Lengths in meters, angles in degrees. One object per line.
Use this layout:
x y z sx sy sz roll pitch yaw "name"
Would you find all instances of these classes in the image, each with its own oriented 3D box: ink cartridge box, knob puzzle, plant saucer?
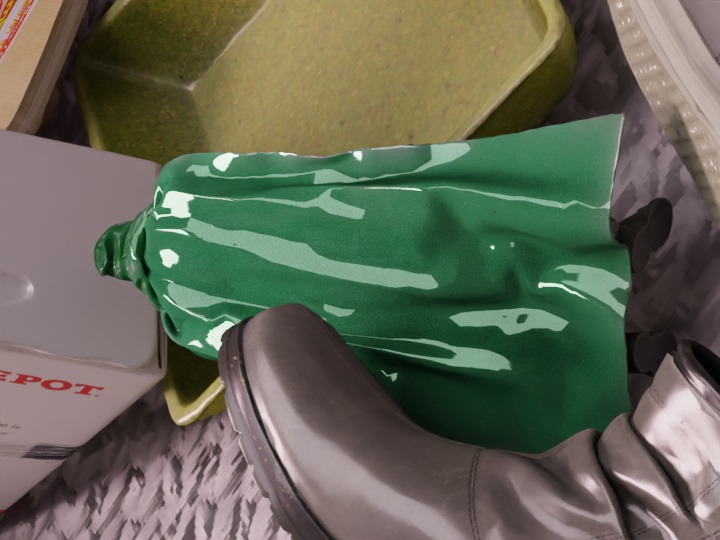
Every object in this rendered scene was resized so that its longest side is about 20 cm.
-0.171 0.022 1.016 0.200 0.144 0.085 -39 45 55 "ink cartridge box"
-0.147 -0.061 1.135 0.220 0.030 0.220 -48 22 26 "knob puzzle"
-0.008 -0.070 0.996 0.200 0.048 0.200 -46 42 24 "plant saucer"

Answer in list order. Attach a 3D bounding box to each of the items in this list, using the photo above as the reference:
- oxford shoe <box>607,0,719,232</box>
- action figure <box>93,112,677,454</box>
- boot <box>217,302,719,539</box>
0.123 -0.037 0.813 0.058 0.075 0.200 -19 49 -1 "oxford shoe"
0.000 0.000 0.887 0.199 0.055 0.119 6 105 30 "action figure"
0.056 0.061 0.807 0.131 0.068 0.200 -44 69 22 "boot"
